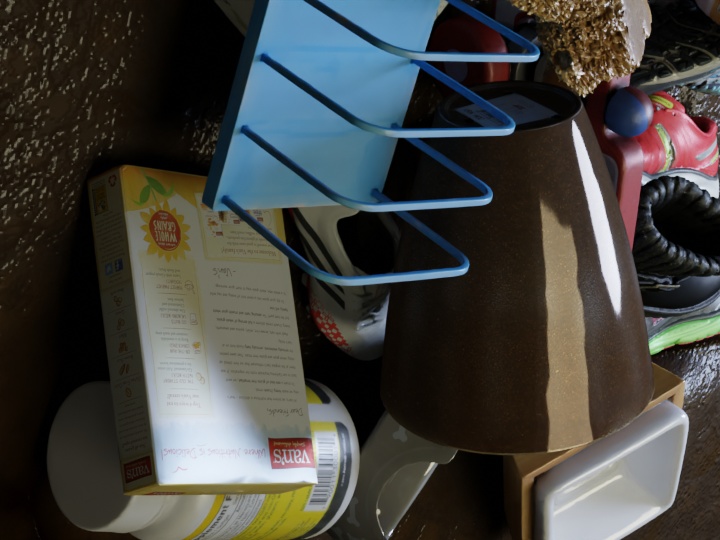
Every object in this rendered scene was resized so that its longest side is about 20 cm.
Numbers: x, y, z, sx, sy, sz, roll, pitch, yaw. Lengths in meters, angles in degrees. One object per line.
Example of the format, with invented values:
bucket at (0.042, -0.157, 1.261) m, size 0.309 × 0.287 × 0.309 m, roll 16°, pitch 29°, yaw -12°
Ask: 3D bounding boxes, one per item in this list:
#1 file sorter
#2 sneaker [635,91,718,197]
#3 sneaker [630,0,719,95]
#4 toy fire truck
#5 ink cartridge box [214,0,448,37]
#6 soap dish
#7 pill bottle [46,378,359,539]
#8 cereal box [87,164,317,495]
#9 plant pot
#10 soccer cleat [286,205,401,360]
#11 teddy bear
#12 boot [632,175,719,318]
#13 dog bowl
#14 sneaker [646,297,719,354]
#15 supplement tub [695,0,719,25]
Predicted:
file sorter at (0.017, -0.107, 1.151) m, size 0.138 × 0.122 × 0.202 m, roll -5°, pitch 121°, yaw -43°
sneaker at (0.221, -0.103, 1.555) m, size 0.199 × 0.076 × 0.086 m, roll 3°, pitch 94°, yaw -52°
sneaker at (0.276, -0.168, 1.552) m, size 0.199 × 0.077 × 0.087 m, roll -27°, pitch 138°, yaw -30°
toy fire truck at (0.137, -0.102, 1.373) m, size 0.112 × 0.167 × 0.202 m, roll -20°, pitch 128°, yaw -37°
ink cartridge box at (0.002, -0.220, 1.220) m, size 0.201 × 0.083 × 0.147 m, roll -52°, pitch 141°, yaw -5°
soap dish at (0.190, 0.162, 1.622) m, size 0.156 × 0.081 × 0.201 m, roll -29°, pitch 151°, yaw -12°
pill bottle at (-0.104, 0.125, 1.312) m, size 0.199 × 0.114 × 0.115 m, roll 8°, pitch 109°, yaw -48°
cereal box at (-0.098, 0.040, 1.232) m, size 0.143 × 0.039 × 0.202 m, roll 8°, pitch 70°, yaw -48°
plant pot at (0.099, -0.013, 1.276) m, size 0.186 × 0.186 × 0.202 m, roll -23°, pitch 122°, yaw -35°
soccer cleat at (0.000, 0.000, 1.362) m, size 0.068 × 0.085 × 0.201 m, roll -39°, pitch 137°, yaw -22°
teddy bear at (0.125, -0.210, 1.235) m, size 0.200 × 0.066 × 0.146 m, roll 50°, pitch 45°, yaw -49°
boot at (0.253, -0.017, 1.537) m, size 0.210 × 0.157 × 0.080 m, roll -3°, pitch 76°, yaw -35°
dog bowl at (0.037, 0.125, 1.436) m, size 0.201 × 0.058 × 0.200 m, roll -57°, pitch 177°, yaw -5°
sneaker at (0.230, 0.032, 1.652) m, size 0.199 × 0.077 × 0.085 m, roll -15°, pitch 89°, yaw -31°
supplement tub at (0.339, -0.217, 1.453) m, size 0.145 × 0.200 × 0.145 m, roll -46°, pitch 169°, yaw -12°
